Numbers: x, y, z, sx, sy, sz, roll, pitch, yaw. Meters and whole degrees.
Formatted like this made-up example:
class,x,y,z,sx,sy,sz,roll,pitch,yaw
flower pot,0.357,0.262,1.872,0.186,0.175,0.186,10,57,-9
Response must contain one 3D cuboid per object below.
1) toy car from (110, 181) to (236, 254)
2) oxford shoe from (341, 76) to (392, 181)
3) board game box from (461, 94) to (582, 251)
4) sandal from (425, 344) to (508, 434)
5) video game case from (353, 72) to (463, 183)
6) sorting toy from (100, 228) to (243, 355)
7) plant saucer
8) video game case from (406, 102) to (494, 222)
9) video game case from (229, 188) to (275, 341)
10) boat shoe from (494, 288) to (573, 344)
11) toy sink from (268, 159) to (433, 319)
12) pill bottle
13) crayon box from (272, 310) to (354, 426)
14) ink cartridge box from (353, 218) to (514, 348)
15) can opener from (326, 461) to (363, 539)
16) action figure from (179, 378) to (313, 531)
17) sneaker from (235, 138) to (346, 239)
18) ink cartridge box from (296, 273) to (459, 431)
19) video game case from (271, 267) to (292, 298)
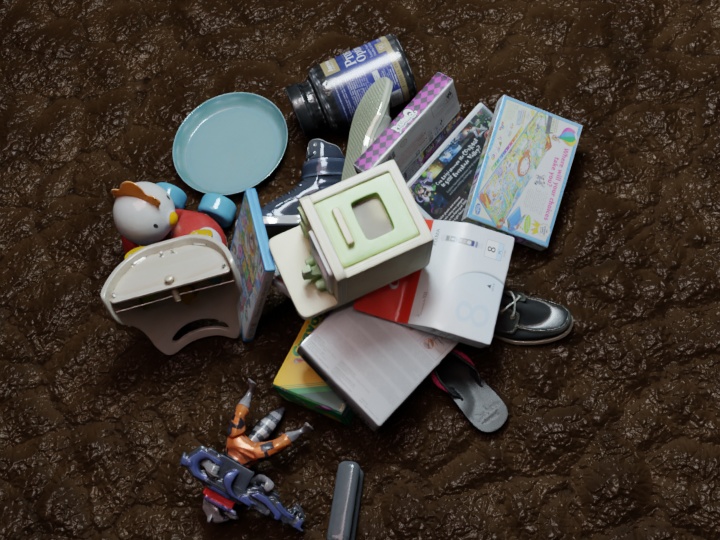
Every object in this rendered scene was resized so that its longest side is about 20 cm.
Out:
class,x,y,z,sx,sy,sz,roll,pitch,yaw
toy car,-0.307,-0.072,1.798,0.175,0.200,0.186,12,66,17
oxford shoe,0.020,-0.204,1.821,0.075,0.057,0.202,-11,62,56
board game box,0.245,-0.147,1.766,0.133,0.034,0.202,20,78,-7
sandal,0.136,0.149,1.680,0.075,0.045,0.200,-41,63,-9
video game case,0.082,-0.174,1.781,0.036,0.182,0.200,34,75,28
sorting toy,-0.260,0.049,1.742,0.198,0.181,0.107,-14,38,3
plant saucer,-0.215,-0.207,1.948,0.198,0.027,0.202,-5,63,9
video game case,0.184,-0.124,1.781,0.182,0.023,0.200,43,77,-2
video game case,-0.166,-0.006,1.741,0.018,0.201,0.144,-6,59,-19
boat shoe,0.210,0.060,1.700,0.198,0.068,0.072,10,66,14
toy sink,-0.017,-0.041,1.589,0.198,0.112,0.131,-23,73,-8
pill bottle,-0.017,-0.297,1.904,0.198,0.112,0.113,-23,61,-2
crayon box,-0.030,0.113,1.725,0.118,0.058,0.201,20,68,20
ink cartridge box,0.105,0.004,1.645,0.198,0.047,0.162,17,76,-7
can opener,-0.037,0.361,1.603,0.066,0.053,0.202,6,64,16
action figure,-0.148,0.285,1.663,0.199,0.105,0.194,38,81,-2
sneaker,-0.102,-0.128,1.846,0.200,0.077,0.148,-6,73,-3
ink cartridge box,0.034,0.101,1.661,0.163,0.057,0.200,45,69,4
video game case,-0.045,-0.029,1.715,0.199,0.018,0.143,-29,23,-15
